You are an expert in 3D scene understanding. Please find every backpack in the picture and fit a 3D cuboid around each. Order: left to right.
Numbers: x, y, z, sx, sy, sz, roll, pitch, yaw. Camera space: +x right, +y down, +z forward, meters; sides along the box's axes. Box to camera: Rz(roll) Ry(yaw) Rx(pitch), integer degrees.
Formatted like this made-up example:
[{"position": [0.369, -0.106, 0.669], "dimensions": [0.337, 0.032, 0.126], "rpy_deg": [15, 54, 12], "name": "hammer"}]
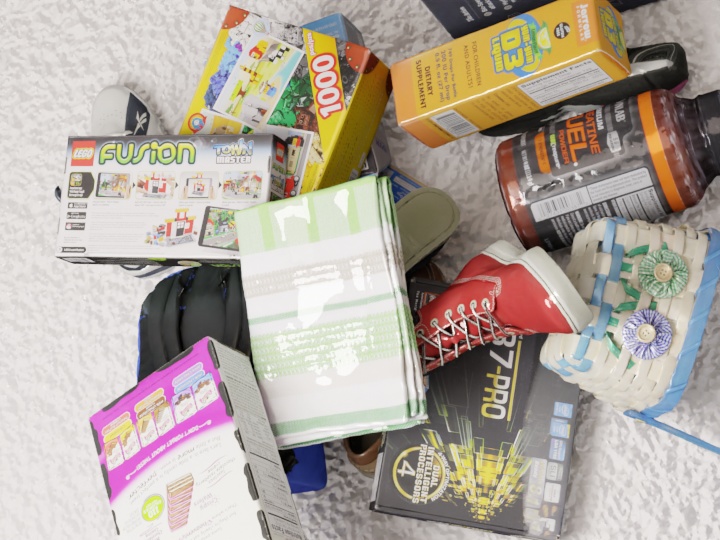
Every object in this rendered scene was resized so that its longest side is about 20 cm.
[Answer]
[{"position": [-0.113, 0.100, 1.607], "dimensions": [0.161, 0.168, 0.201], "rpy_deg": [-9, 76, 13], "name": "backpack"}]

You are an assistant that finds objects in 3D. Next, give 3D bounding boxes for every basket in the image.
[{"position": [0.260, 0.051, 1.506], "dimensions": [0.199, 0.139, 0.177], "rpy_deg": [17, 79, -12], "name": "basket"}]

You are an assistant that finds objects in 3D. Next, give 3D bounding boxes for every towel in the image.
[{"position": [-0.029, 0.035, 1.470], "dimensions": [0.148, 0.031, 0.201], "rpy_deg": [-12, 83, 25], "name": "towel"}]

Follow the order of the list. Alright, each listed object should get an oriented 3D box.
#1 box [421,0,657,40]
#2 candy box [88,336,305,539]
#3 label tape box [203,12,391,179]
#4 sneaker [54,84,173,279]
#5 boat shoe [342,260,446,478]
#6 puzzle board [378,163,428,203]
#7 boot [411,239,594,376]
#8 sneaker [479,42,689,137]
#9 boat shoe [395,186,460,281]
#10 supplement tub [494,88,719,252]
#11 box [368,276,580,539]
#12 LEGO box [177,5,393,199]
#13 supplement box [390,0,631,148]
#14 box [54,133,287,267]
[{"position": [0.146, -0.295, 1.598], "dimensions": [0.199, 0.197, 0.118], "rpy_deg": [-16, 70, 17], "name": "box"}, {"position": [-0.129, 0.174, 1.452], "dimensions": [0.136, 0.061, 0.201], "rpy_deg": [-33, 54, 21], "name": "candy box"}, {"position": [-0.052, -0.116, 1.685], "dimensions": [0.142, 0.066, 0.201], "rpy_deg": [-17, 74, 15], "name": "label tape box"}, {"position": [-0.236, -0.098, 1.730], "dimensions": [0.079, 0.130, 0.200], "rpy_deg": [-12, 72, 17], "name": "sneaker"}, {"position": [0.031, 0.082, 1.611], "dimensions": [0.075, 0.072, 0.201], "rpy_deg": [7, 79, 22], "name": "boat shoe"}, {"position": [-0.039, -0.050, 1.705], "dimensions": [0.199, 0.017, 0.151], "rpy_deg": [32, 88, 24], "name": "puzzle board"}, {"position": [0.094, 0.045, 1.447], "dimensions": [0.144, 0.200, 0.073], "rpy_deg": [-35, 103, -9], "name": "boot"}, {"position": [0.186, -0.183, 1.619], "dimensions": [0.199, 0.080, 0.087], "rpy_deg": [-8, 72, 18], "name": "sneaker"}, {"position": [-0.001, -0.002, 1.578], "dimensions": [0.199, 0.066, 0.075], "rpy_deg": [-38, 78, -30], "name": "boat shoe"}, {"position": [0.222, -0.090, 1.566], "dimensions": [0.199, 0.107, 0.108], "rpy_deg": [-18, 70, 15], "name": "supplement tub"}, {"position": [0.101, 0.119, 1.556], "dimensions": [0.160, 0.049, 0.201], "rpy_deg": [11, 79, -6], "name": "box"}, {"position": [-0.077, -0.112, 1.616], "dimensions": [0.148, 0.077, 0.201], "rpy_deg": [19, 85, 23], "name": "LEGO box"}, {"position": [0.127, -0.172, 1.574], "dimensions": [0.199, 0.069, 0.067], "rpy_deg": [-18, 64, 25], "name": "supplement box"}, {"position": [-0.163, -0.060, 1.575], "dimensions": [0.199, 0.035, 0.111], "rpy_deg": [2, 79, 21], "name": "box"}]
